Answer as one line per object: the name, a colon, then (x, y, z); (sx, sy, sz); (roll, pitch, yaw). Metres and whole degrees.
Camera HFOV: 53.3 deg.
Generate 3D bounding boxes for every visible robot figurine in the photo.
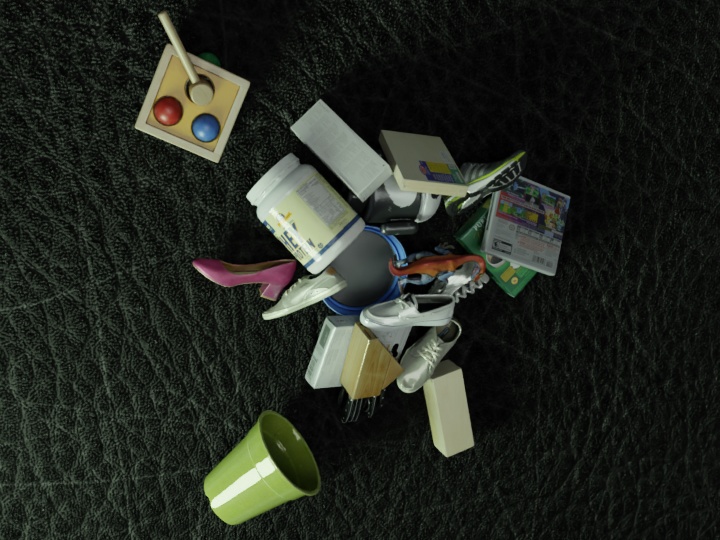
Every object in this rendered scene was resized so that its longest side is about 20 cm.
robot figurine: (0.064, -0.157, 1.432); (0.199, 0.125, 0.151); (0, 109, -15)

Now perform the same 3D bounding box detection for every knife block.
knife block: (-0.006, 0.223, 1.497); (0.175, 0.064, 0.200); (-41, 134, -2)

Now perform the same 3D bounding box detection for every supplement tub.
supplement tub: (-0.105, -0.110, 1.373); (0.145, 0.145, 0.200); (-44, 94, 0)

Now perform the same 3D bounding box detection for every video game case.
video game case: (0.357, -0.101, 1.545); (0.199, 0.023, 0.183); (17, 83, -26)

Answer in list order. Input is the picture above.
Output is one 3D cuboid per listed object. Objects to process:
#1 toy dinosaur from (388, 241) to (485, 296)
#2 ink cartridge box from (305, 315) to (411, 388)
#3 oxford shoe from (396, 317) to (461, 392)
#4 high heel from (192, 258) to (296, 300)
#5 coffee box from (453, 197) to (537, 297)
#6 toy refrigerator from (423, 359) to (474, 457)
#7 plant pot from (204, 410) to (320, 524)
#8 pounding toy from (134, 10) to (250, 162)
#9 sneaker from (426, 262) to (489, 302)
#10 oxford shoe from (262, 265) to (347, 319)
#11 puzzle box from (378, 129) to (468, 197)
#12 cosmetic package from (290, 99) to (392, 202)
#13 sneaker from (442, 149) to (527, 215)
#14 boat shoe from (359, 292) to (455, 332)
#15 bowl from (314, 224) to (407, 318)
toy dinosaur: (0.164, 0.002, 1.460); (0.181, 0.200, 0.106); (-10, 95, 12)
ink cartridge box: (-0.005, 0.173, 1.538); (0.199, 0.057, 0.163); (-1, 122, -37)
oxford shoe: (0.148, 0.176, 1.551); (0.075, 0.058, 0.200); (41, 75, 0)
high heel: (-0.226, -0.010, 1.419); (0.199, 0.067, 0.096); (23, 108, -25)
coffee box: (0.310, -0.051, 1.573); (0.200, 0.044, 0.123); (42, 89, -22)
toy refrigerator: (0.196, 0.311, 1.631); (0.076, 0.070, 0.201); (-18, 110, -17)
plant pot: (-0.217, 0.429, 1.501); (0.190, 0.200, 0.200); (-37, 112, 11)
pounding toy: (-0.303, -0.322, 1.276); (0.183, 0.142, 0.201); (21, 99, -20)
sneaker: (0.178, 0.045, 1.557); (0.200, 0.075, 0.081); (-35, 93, -3)
oxford shoe: (-0.118, 0.046, 1.446); (0.199, 0.075, 0.058); (-26, 93, 25)
puzzle box: (0.118, -0.211, 1.397); (0.132, 0.200, 0.026); (5, 126, -16)
cosmetic package: (-0.036, -0.228, 1.366); (0.083, 0.051, 0.200); (-43, 71, 2)
sneaker: (0.250, -0.199, 1.480); (0.199, 0.081, 0.074); (-29, 153, 6)
boat shoe: (0.097, 0.075, 1.466); (0.199, 0.074, 0.066); (-6, 135, -18)
bowl: (0.000, 0.000, 1.504); (0.200, 0.039, 0.202); (-4, 106, -15)
